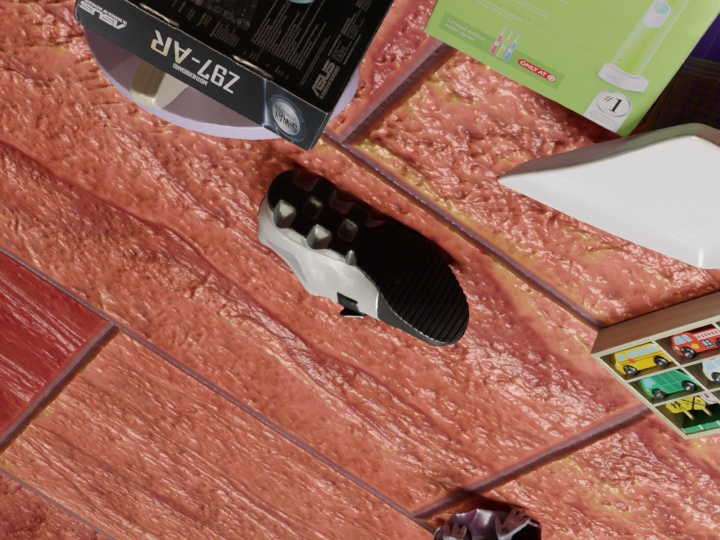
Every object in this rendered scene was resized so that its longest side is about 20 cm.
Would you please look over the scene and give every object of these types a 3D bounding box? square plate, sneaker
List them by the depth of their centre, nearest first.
[{"bbox_3d":[0.223,-0.048,1.006,0.197,0.029,0.200,20,166,-27],"label":"square plate"},{"bbox_3d":[0.000,0.000,1.270,0.199,0.074,0.089,37,148,1],"label":"sneaker"}]

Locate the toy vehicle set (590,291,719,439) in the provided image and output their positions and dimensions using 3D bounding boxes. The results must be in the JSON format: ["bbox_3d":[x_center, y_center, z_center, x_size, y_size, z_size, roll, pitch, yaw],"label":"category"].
[{"bbox_3d":[0.291,0.071,1.196,0.124,0.027,0.199,39,146,-20],"label":"toy vehicle set"}]

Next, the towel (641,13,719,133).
[{"bbox_3d":[0.268,-0.118,0.946,0.143,0.023,0.200,27,148,2],"label":"towel"}]

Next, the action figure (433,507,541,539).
[{"bbox_3d":[0.127,0.338,1.600,0.133,0.149,0.201,15,133,7],"label":"action figure"}]

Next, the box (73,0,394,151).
[{"bbox_3d":[-0.054,-0.189,0.910,0.159,0.201,0.044,28,148,-3],"label":"box"}]

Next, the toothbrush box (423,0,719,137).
[{"bbox_3d":[0.140,-0.190,0.876,0.145,0.086,0.200,27,149,0],"label":"toothbrush box"}]

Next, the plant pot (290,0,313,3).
[{"bbox_3d":[-0.018,-0.252,0.747,0.199,0.200,0.197,-14,113,46],"label":"plant pot"}]

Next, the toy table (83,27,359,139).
[{"bbox_3d":[-0.101,-0.171,1.012,0.198,0.185,0.117,7,162,8],"label":"toy table"}]
